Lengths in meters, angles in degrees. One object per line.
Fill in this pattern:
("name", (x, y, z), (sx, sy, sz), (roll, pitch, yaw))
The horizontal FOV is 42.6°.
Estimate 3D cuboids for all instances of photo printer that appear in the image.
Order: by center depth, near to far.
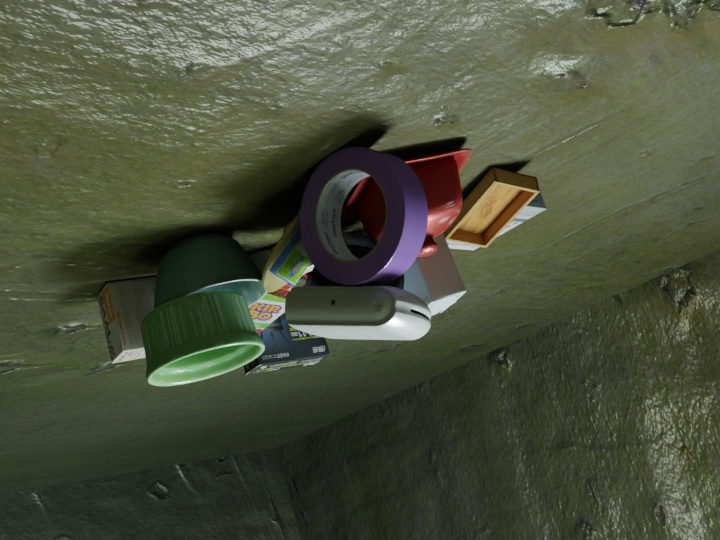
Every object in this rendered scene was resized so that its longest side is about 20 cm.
("photo printer", (0.006, 0.067, 1.426), (0.196, 0.071, 0.166), (-1, 168, 24))

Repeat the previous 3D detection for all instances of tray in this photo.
("tray", (0.244, -0.117, 1.758), (0.097, 0.038, 0.200), (9, 147, -22))

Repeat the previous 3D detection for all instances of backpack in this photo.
("backpack", (0.000, 0.000, 1.625), (0.160, 0.157, 0.200), (13, 167, 2))

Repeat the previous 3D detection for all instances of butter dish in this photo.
("butter dish", (0.089, -0.094, 1.535), (0.197, 0.150, 0.200), (-12, 162, -20))

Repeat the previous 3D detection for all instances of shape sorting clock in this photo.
("shape sorting clock", (-0.099, -0.050, 1.528), (0.201, 0.039, 0.201), (-49, 163, -20))

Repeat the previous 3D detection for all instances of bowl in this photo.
("bowl", (-0.261, 0.009, 1.555), (0.197, 0.107, 0.201), (-17, 164, -5))

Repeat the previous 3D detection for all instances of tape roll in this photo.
("tape roll", (0.003, -0.080, 1.385), (0.198, 0.203, 0.065), (-29, 161, 33))

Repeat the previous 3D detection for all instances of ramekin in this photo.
("ramekin", (-0.263, 0.109, 1.511), (0.196, 0.099, 0.200), (-17, 164, -5))

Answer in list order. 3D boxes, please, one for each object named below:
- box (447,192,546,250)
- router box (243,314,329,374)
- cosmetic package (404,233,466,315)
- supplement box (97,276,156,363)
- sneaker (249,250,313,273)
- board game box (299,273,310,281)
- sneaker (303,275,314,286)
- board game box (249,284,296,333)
("box", (0.260, -0.104, 1.900), (0.198, 0.042, 0.155), (-29, 160, 36))
("router box", (-0.174, 0.132, 1.982), (0.198, 0.152, 0.062), (-4, 159, -42))
("cosmetic package", (0.106, -0.023, 1.690), (0.080, 0.203, 0.113), (-12, 161, -25))
("supplement box", (-0.355, 0.081, 1.649), (0.197, 0.128, 0.073), (-7, 163, -33))
("sneaker", (-0.140, -0.007, 1.711), (0.197, 0.078, 0.080), (-19, 173, 6))
("board game box", (-0.153, 0.023, 1.843), (0.156, 0.040, 0.199), (-7, 161, -36))
("sneaker", (-0.056, 0.041, 1.854), (0.110, 0.078, 0.200), (-24, -167, 10))
("board game box", (-0.199, 0.073, 1.702), (0.094, 0.030, 0.200), (17, 140, -31))
